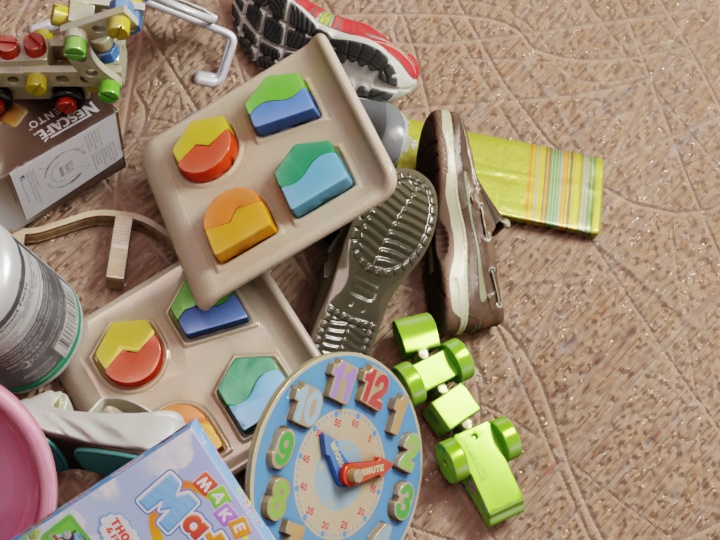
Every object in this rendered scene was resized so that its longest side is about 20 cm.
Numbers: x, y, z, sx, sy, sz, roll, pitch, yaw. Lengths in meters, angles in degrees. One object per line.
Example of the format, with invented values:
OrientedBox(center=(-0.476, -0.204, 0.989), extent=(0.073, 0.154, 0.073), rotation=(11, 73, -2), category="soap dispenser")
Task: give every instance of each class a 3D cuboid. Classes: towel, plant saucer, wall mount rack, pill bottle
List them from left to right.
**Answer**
OrientedBox(center=(-0.335, 0.168, 1.304), extent=(0.199, 0.051, 0.202), rotation=(0, 97, 0), category="plant saucer")
OrientedBox(center=(-0.307, 0.020, 1.319), extent=(0.112, 0.200, 0.114), rotation=(-5, 69, 12), category="pill bottle")
OrientedBox(center=(-0.198, -0.218, 1.485), extent=(0.173, 0.200, 0.075), rotation=(20, 96, -8), category="wall mount rack")
OrientedBox(center=(0.131, -0.086, 1.559), extent=(0.199, 0.018, 0.086), rotation=(11, 61, -5), category="towel")

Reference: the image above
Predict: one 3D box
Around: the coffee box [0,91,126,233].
OrientedBox(center=(-0.317, -0.098, 1.435), extent=(0.200, 0.080, 0.114), rotation=(-32, 60, -21), category="coffee box")

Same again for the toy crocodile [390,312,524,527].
OrientedBox(center=(0.080, 0.126, 1.436), extent=(0.067, 0.062, 0.201), rotation=(-25, 78, -20), category="toy crocodile")

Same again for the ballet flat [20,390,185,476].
OrientedBox(center=(-0.232, 0.131, 1.355), extent=(0.199, 0.070, 0.070), rotation=(6, 63, 17), category="ballet flat")

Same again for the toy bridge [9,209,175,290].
OrientedBox(center=(-0.211, -0.018, 1.460), extent=(0.199, 0.027, 0.068), rotation=(7, 64, -6), category="toy bridge")

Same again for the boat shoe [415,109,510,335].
OrientedBox(center=(0.096, -0.044, 1.496), extent=(0.074, 0.075, 0.204), rotation=(-1, 86, -17), category="boat shoe")

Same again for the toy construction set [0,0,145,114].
OrientedBox(center=(-0.273, -0.191, 1.367), extent=(0.199, 0.131, 0.093), rotation=(13, 62, 7), category="toy construction set")

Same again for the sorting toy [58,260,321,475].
OrientedBox(center=(-0.142, 0.086, 1.391), extent=(0.199, 0.036, 0.186), rotation=(-32, 75, -3), category="sorting toy")

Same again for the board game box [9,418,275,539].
OrientedBox(center=(-0.168, 0.231, 1.268), extent=(0.200, 0.037, 0.152), rotation=(-33, 94, 4), category="board game box")

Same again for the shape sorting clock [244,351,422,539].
OrientedBox(center=(-0.016, 0.166, 1.347), extent=(0.199, 0.039, 0.201), rotation=(3, 86, -47), category="shape sorting clock")

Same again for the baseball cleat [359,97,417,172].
OrientedBox(center=(-0.033, -0.127, 1.454), extent=(0.106, 0.200, 0.070), rotation=(17, 90, -26), category="baseball cleat")

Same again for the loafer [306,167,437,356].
OrientedBox(center=(0.000, 0.000, 1.449), extent=(0.076, 0.067, 0.201), rotation=(33, 75, -18), category="loafer")

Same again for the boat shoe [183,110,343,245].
OrientedBox(center=(-0.078, -0.074, 1.491), extent=(0.199, 0.070, 0.066), rotation=(28, 64, -6), category="boat shoe")

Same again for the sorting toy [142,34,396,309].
OrientedBox(center=(-0.085, -0.088, 1.387), extent=(0.200, 0.036, 0.186), rotation=(-33, 54, 10), category="sorting toy")

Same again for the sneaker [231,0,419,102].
OrientedBox(center=(-0.033, -0.213, 1.562), extent=(0.200, 0.077, 0.085), rotation=(32, 27, 18), category="sneaker")
